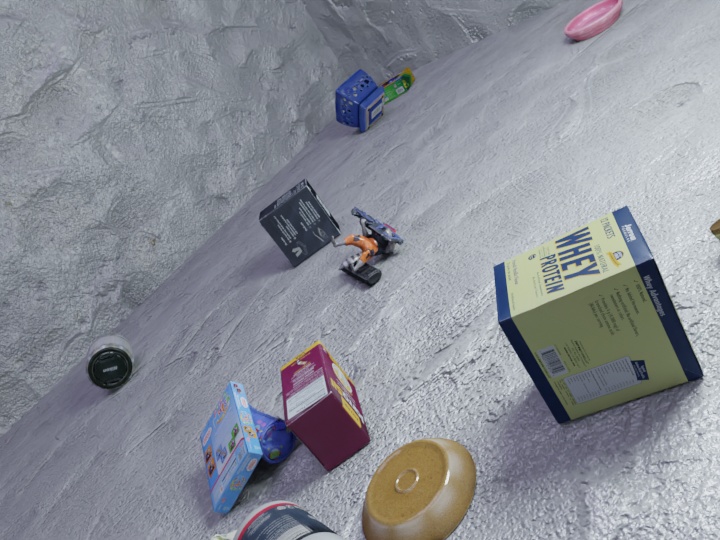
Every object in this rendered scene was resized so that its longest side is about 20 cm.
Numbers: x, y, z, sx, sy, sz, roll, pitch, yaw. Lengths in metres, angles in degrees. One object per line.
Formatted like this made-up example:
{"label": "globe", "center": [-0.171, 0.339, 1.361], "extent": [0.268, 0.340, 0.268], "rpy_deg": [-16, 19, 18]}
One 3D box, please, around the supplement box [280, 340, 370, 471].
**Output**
{"label": "supplement box", "center": [-0.071, 0.244, 1.151], "extent": [0.102, 0.132, 0.200], "rpy_deg": [-34, 23, 4]}

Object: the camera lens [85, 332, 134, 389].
{"label": "camera lens", "center": [-0.885, 0.317, 2.194], "extent": [0.159, 0.161, 0.200], "rpy_deg": [-41, 22, -10]}

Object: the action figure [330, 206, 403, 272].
{"label": "action figure", "center": [0.014, -0.081, 1.659], "extent": [0.191, 0.106, 0.200], "rpy_deg": [-19, 43, -27]}

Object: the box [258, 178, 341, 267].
{"label": "box", "center": [-0.200, -0.157, 2.035], "extent": [0.198, 0.198, 0.118], "rpy_deg": [-34, 21, 5]}

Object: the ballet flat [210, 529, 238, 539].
{"label": "ballet flat", "center": [-0.214, 0.462, 1.030], "extent": [0.198, 0.070, 0.070], "rpy_deg": [-27, 24, 25]}

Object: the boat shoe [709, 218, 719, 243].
{"label": "boat shoe", "center": [0.605, -0.088, 0.892], "extent": [0.198, 0.063, 0.073], "rpy_deg": [-32, -4, 7]}

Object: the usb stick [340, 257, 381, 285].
{"label": "usb stick", "center": [0.000, 0.000, 1.651], "extent": [0.055, 0.033, 0.200], "rpy_deg": [-33, 21, -13]}

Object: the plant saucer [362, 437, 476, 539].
{"label": "plant saucer", "center": [0.075, 0.320, 0.912], "extent": [0.198, 0.036, 0.201], "rpy_deg": [-31, 24, 15]}

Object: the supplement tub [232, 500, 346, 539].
{"label": "supplement tub", "center": [-0.082, 0.410, 0.834], "extent": [0.141, 0.141, 0.199], "rpy_deg": [-46, 24, -23]}

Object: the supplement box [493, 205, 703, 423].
{"label": "supplement box", "center": [0.312, 0.064, 0.833], "extent": [0.197, 0.201, 0.135], "rpy_deg": [-25, 25, 23]}

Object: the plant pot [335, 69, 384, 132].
{"label": "plant pot", "center": [0.006, -0.791, 2.927], "extent": [0.178, 0.201, 0.200], "rpy_deg": [34, 64, 20]}

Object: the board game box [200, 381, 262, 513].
{"label": "board game box", "center": [-0.260, 0.344, 1.225], "extent": [0.153, 0.036, 0.201], "rpy_deg": [-59, 34, 17]}

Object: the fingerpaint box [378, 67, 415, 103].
{"label": "fingerpaint box", "center": [0.164, -0.932, 3.157], "extent": [0.198, 0.074, 0.168], "rpy_deg": [-21, 27, 34]}

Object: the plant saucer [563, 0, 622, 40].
{"label": "plant saucer", "center": [0.782, -0.834, 2.070], "extent": [0.199, 0.051, 0.202], "rpy_deg": [-32, 23, 15]}

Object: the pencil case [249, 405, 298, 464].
{"label": "pencil case", "center": [-0.206, 0.325, 1.259], "extent": [0.198, 0.077, 0.089], "rpy_deg": [1, 77, 56]}
